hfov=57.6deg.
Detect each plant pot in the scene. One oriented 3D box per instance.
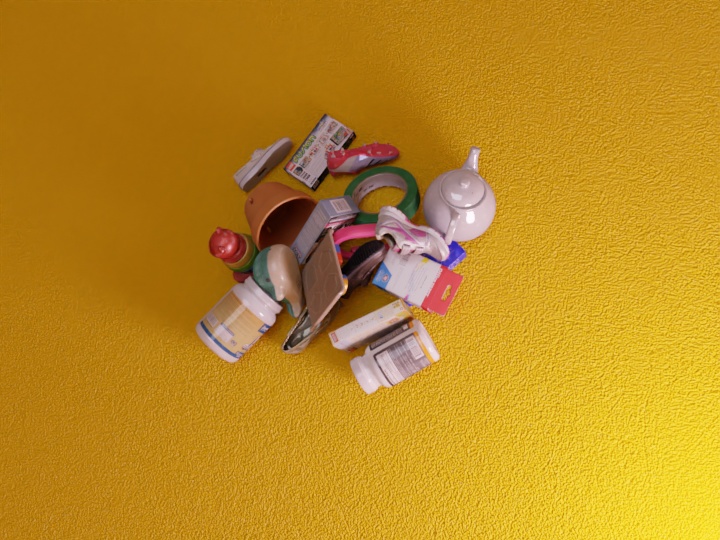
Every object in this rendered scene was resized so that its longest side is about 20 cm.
[{"bbox_3d":[-0.218,-0.146,1.754,0.200,0.200,0.140,-44,52,0],"label":"plant pot"}]

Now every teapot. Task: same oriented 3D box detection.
[{"bbox_3d":[0.248,-0.176,1.627,0.197,0.146,0.200,-24,67,-11],"label":"teapot"}]

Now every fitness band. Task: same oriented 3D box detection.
[{"bbox_3d":[0.022,-0.072,1.678,0.200,0.144,0.037,-6,67,2],"label":"fitness band"}]

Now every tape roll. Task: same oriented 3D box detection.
[{"bbox_3d":[0.055,-0.188,1.718,0.200,0.048,0.201,-10,51,12],"label":"tape roll"}]

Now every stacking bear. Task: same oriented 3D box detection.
[{"bbox_3d":[-0.333,-0.053,1.739,0.114,0.200,0.122,-10,73,15],"label":"stacking bear"}]

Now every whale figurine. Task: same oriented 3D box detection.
[{"bbox_3d":[-0.210,0.031,1.696,0.104,0.200,0.159,-11,32,17],"label":"whale figurine"}]

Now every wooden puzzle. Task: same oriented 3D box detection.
[{"bbox_3d":[-0.086,0.027,1.631,0.046,0.185,0.200,10,51,-26],"label":"wooden puzzle"}]

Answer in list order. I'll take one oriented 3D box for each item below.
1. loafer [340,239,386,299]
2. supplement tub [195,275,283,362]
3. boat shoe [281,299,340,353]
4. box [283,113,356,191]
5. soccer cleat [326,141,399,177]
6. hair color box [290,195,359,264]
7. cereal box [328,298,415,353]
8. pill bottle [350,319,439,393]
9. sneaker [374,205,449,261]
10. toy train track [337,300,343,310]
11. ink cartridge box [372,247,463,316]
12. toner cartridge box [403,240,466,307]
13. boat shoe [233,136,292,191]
[{"bbox_3d":[0.000,0.000,1.657,0.200,0.071,0.073,-41,31,27],"label":"loafer"},{"bbox_3d":[-0.315,0.126,1.719,0.200,0.145,0.145,-45,69,0],"label":"supplement tub"},{"bbox_3d":[-0.129,0.136,1.699,0.073,0.063,0.201,45,96,11],"label":"boat shoe"},{"bbox_3d":[-0.115,-0.334,1.847,0.110,0.035,0.200,36,87,20],"label":"box"},{"bbox_3d":[0.007,-0.303,1.799,0.200,0.077,0.067,-7,43,-3],"label":"soccer cleat"},{"bbox_3d":[-0.094,-0.103,1.689,0.061,0.099,0.200,58,137,19],"label":"hair color box"},{"bbox_3d":[0.031,0.140,1.625,0.200,0.144,0.040,-25,71,6],"label":"cereal box"},{"bbox_3d":[0.083,0.214,1.607,0.200,0.116,0.117,-30,70,6],"label":"pill bottle"},{"bbox_3d":[0.117,-0.070,1.579,0.200,0.081,0.088,29,70,4],"label":"sneaker"},{"bbox_3d":[-0.052,0.028,1.727,0.200,0.033,0.115,-40,82,14],"label":"toy train track"},{"bbox_3d":[0.145,0.028,1.619,0.200,0.067,0.116,26,84,19],"label":"ink cartridge box"},{"bbox_3d":[0.167,-0.009,1.682,0.200,0.043,0.095,-42,69,1],"label":"toner cartridge box"},{"bbox_3d":[-0.283,-0.317,1.872,0.200,0.071,0.070,-45,72,7],"label":"boat shoe"}]
